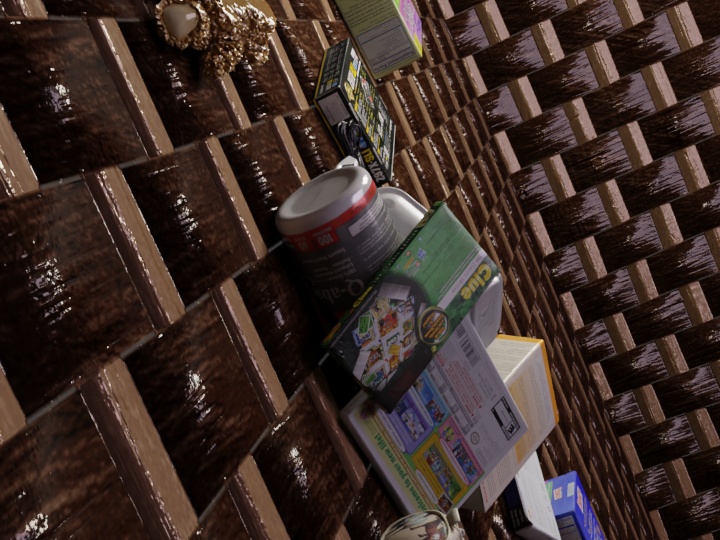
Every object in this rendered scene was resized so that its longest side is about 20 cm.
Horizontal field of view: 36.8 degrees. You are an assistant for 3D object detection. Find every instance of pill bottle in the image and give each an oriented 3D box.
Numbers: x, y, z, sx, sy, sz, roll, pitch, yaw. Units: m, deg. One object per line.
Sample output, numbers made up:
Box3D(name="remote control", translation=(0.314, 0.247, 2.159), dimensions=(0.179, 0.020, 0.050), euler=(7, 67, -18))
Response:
Box3D(name="pill bottle", translation=(0.000, 0.000, 1.169), dimensions=(0.202, 0.114, 0.116), euler=(61, 17, -22))

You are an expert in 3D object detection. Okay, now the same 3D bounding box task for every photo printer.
Box3D(name="photo printer", translation=(0.077, -0.002, 1.277), dimensions=(0.200, 0.069, 0.167), euler=(41, -17, 23))

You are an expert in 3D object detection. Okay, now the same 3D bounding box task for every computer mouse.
Box3D(name="computer mouse", translation=(-0.021, -0.106, 1.359), dimensions=(0.201, 0.043, 0.111), euler=(-79, 164, -63))

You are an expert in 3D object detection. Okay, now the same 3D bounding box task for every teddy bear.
Box3D(name="teddy bear", translation=(-0.161, -0.262, 1.102), dimensions=(0.146, 0.066, 0.200), euler=(56, 24, -7))

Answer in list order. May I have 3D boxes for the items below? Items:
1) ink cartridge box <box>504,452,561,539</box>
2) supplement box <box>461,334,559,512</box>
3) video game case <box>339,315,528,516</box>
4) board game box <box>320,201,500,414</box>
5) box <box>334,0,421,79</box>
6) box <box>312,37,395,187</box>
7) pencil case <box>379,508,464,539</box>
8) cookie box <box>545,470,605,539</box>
Box3D(name="ink cartridge box", translation=(0.247, 0.320, 1.700), dimensions=(0.200, 0.040, 0.202), euler=(44, 29, -55))
Box3D(name="supplement box", translation=(0.163, 0.185, 1.345), dimensions=(0.199, 0.073, 0.128), euler=(-38, 122, -43))
Box3D(name="video game case", translation=(0.086, 0.165, 1.182), dimensions=(0.022, 0.182, 0.201), euler=(16, -37, 53))
Box3D(name="board game box", translation=(0.055, 0.037, 1.119), dimensions=(0.105, 0.201, 0.023), euler=(47, -20, -17))
Box3D(name="box", translation=(0.026, -0.474, 1.913), dimensions=(0.202, 0.095, 0.177), euler=(61, 17, -27))
Box3D(name="box", translation=(-0.005, -0.229, 1.576), dimensions=(0.161, 0.049, 0.201), euler=(57, 19, -26))
Box3D(name="pencil case", translation=(0.096, 0.339, 1.091), dimensions=(0.202, 0.088, 0.078), euler=(63, 16, -19))
Box3D(name="cookie box", translation=(0.374, 0.474, 1.855), dimensions=(0.203, 0.074, 0.171), euler=(67, 16, -6))
